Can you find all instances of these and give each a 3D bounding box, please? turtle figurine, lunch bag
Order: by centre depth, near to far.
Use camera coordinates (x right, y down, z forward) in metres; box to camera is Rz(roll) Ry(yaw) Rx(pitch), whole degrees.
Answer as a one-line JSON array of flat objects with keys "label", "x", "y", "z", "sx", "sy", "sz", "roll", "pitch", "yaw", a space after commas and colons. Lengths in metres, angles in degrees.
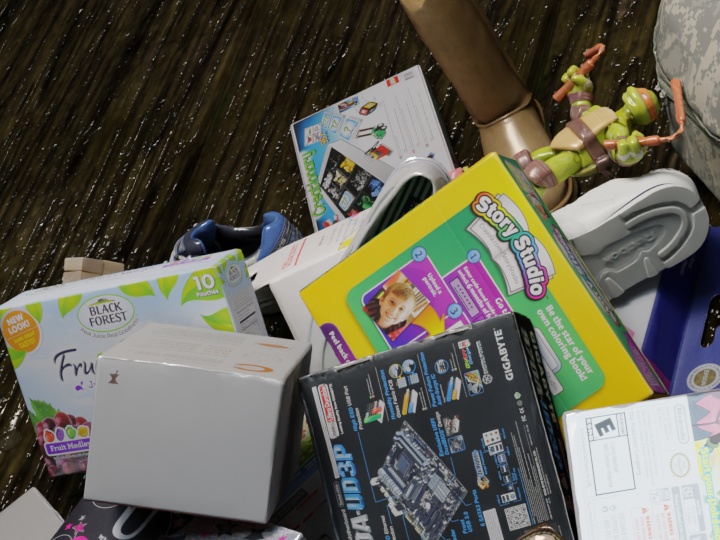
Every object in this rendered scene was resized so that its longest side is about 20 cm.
[{"label": "lunch bag", "x": 0.296, "y": -0.143, "z": 1.623, "sx": 0.139, "sy": 0.168, "sz": 0.200, "roll": -18, "pitch": 35, "yaw": -7}, {"label": "turtle figurine", "x": 0.158, "y": -0.094, "z": 1.674, "sx": 0.161, "sy": 0.064, "sz": 0.200, "roll": -31, "pitch": 28, "yaw": 0}]

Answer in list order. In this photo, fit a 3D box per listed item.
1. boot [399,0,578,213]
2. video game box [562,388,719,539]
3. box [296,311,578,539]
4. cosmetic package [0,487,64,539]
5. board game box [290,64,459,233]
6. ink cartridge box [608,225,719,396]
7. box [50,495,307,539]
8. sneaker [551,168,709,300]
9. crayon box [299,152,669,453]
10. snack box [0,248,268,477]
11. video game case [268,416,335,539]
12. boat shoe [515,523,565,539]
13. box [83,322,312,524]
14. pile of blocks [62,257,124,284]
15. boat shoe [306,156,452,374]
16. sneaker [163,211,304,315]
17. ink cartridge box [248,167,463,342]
[{"label": "boot", "x": 0.090, "y": -0.146, "z": 1.762, "sx": 0.066, "sy": 0.200, "sz": 0.175, "roll": -28, "pitch": 36, "yaw": 9}, {"label": "video game box", "x": 0.224, "y": 0.166, "z": 1.360, "sx": 0.182, "sy": 0.047, "sz": 0.200, "roll": -10, "pitch": 60, "yaw": 11}, {"label": "box", "x": 0.058, "y": 0.144, "z": 1.489, "sx": 0.159, "sy": 0.046, "sz": 0.200, "roll": -19, "pitch": 77, "yaw": 17}, {"label": "cosmetic package", "x": -0.276, "y": 0.264, "z": 1.649, "sx": 0.200, "sy": 0.090, "sz": 0.107, "roll": -36, "pitch": 36, "yaw": -10}, {"label": "board game box", "x": 0.015, "y": -0.083, "z": 1.882, "sx": 0.126, "sy": 0.035, "sz": 0.200, "roll": -25, "pitch": 37, "yaw": 8}, {"label": "ink cartridge box", "x": 0.179, "y": 0.031, "z": 1.631, "sx": 0.200, "sy": 0.043, "sz": 0.196, "roll": -9, "pitch": 42, "yaw": 30}, {"label": "box", "x": -0.110, "y": 0.231, "z": 1.527, "sx": 0.200, "sy": 0.132, "sz": 0.115, "roll": 10, "pitch": 54, "yaw": 42}, {"label": "sneaker", "x": 0.150, "y": -0.014, "z": 1.621, "sx": 0.200, "sy": 0.076, "sz": 0.081, "roll": -21, "pitch": 25, "yaw": 4}, {"label": "crayon box", "x": 0.083, "y": 0.050, "z": 1.548, "sx": 0.172, "sy": 0.058, "sz": 0.200, "roll": -35, "pitch": 75, "yaw": 13}, {"label": "snack box", "x": -0.164, "y": 0.071, "z": 1.710, "sx": 0.200, "sy": 0.142, "sz": 0.053, "roll": -11, "pitch": 11, "yaw": 26}, {"label": "video game case", "x": -0.044, "y": 0.151, "z": 1.669, "sx": 0.143, "sy": 0.018, "sz": 0.200, "roll": -42, "pitch": 38, "yaw": -13}, {"label": "boat shoe", "x": 0.061, "y": 0.242, "z": 1.405, "sx": 0.076, "sy": 0.074, "sz": 0.200, "roll": 42, "pitch": 92, "yaw": 23}, {"label": "box", "x": -0.107, "y": 0.100, "z": 1.548, "sx": 0.124, "sy": 0.098, "sz": 0.200, "roll": 7, "pitch": 5, "yaw": 4}, {"label": "pile of blocks", "x": -0.197, "y": 0.059, "z": 1.806, "sx": 0.200, "sy": 0.062, "sz": 0.082, "roll": 44, "pitch": 113, "yaw": 40}, {"label": "boat shoe", "x": 0.007, "y": 0.011, "z": 1.642, "sx": 0.073, "sy": 0.200, "sz": 0.067, "roll": 19, "pitch": 8, "yaw": 6}, {"label": "sneaker", "x": -0.131, "y": -0.001, "z": 1.849, "sx": 0.200, "sy": 0.085, "sz": 0.077, "roll": -19, "pitch": 38, "yaw": 17}, {"label": "ink cartridge box", "x": 0.000, "y": 0.000, "z": 1.738, "sx": 0.200, "sy": 0.068, "sz": 0.116, "roll": -24, "pitch": 10, "yaw": 10}]
